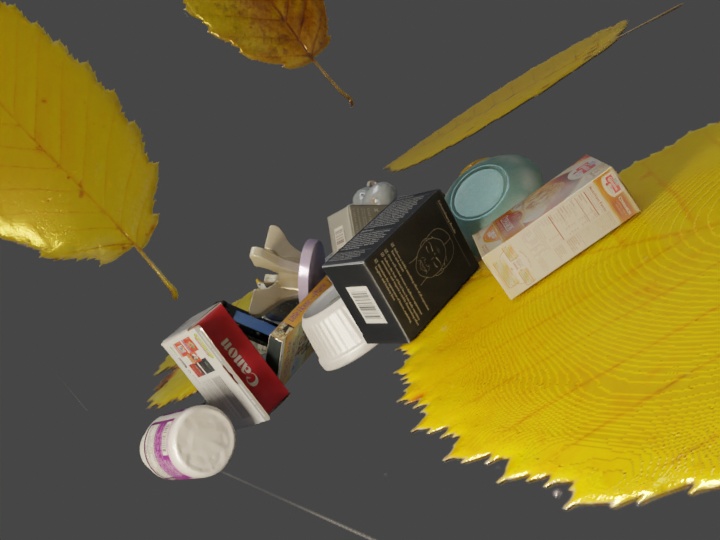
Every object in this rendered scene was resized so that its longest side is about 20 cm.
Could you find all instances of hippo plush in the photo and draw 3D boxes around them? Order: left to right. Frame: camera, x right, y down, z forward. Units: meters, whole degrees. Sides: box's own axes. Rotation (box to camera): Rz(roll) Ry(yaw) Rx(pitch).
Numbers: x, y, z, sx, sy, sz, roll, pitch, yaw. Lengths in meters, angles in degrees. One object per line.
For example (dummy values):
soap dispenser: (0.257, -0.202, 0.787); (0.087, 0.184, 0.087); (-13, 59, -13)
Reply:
hippo plush: (0.067, -0.132, 1.920); (0.159, 0.161, 0.200); (-42, 11, -24)

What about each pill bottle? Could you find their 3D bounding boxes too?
pill bottle: (-0.291, 0.286, 1.426); (0.112, 0.113, 0.199); (-43, 11, -33)

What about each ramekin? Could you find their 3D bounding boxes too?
ramekin: (-0.010, 0.069, 1.467); (0.202, 0.095, 0.202); (-36, 9, 7)

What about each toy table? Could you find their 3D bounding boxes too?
toy table: (-0.136, 0.005, 1.642); (0.201, 0.116, 0.185); (86, -166, -56)

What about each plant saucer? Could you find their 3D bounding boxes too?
plant saucer: (0.205, -0.120, 1.440); (0.200, 0.039, 0.202); (-23, 47, 27)

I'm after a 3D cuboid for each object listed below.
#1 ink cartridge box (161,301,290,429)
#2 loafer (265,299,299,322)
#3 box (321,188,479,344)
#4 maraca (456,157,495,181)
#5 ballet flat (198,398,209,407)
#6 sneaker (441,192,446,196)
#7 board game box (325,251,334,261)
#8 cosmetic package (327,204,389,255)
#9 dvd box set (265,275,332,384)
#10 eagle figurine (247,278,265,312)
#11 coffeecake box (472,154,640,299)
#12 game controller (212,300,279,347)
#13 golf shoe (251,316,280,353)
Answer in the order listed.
ink cartridge box: (-0.221, 0.163, 1.472); (0.084, 0.201, 0.175); (-42, 10, -33)
loafer: (-0.136, 0.083, 1.794); (0.070, 0.070, 0.199); (-36, -21, 29)
box: (0.065, -0.006, 1.337); (0.107, 0.149, 0.200); (-5, 31, 51)
maraca: (0.228, -0.137, 1.538); (0.137, 0.107, 0.200); (-37, 18, 13)
ballet flat: (-0.314, 0.280, 1.653); (0.200, 0.056, 0.067); (-53, -23, -53)
sneaker: (0.106, -0.137, 2.038); (0.199, 0.089, 0.074); (-34, 9, 11)
board game box: (0.000, 0.000, 1.724); (0.105, 0.103, 0.200); (-40, 9, -14)
cosmetic package: (0.047, -0.060, 1.579); (0.198, 0.108, 0.090); (-6, -9, -32)
dvd box set: (-0.107, 0.115, 1.570); (0.200, 0.029, 0.147); (-47, -23, -47)
eagle figurine: (-0.203, 0.077, 2.045); (0.201, 0.151, 0.151); (-57, 39, -1)
coffeecake box: (0.257, -0.063, 1.174); (0.199, 0.073, 0.154); (-36, 9, 10)
game controller: (-0.197, 0.115, 1.684); (0.104, 0.198, 0.042); (-117, 51, -82)
golf shoe: (-0.195, 0.136, 1.767); (0.200, 0.097, 0.079); (-31, -41, -57)
